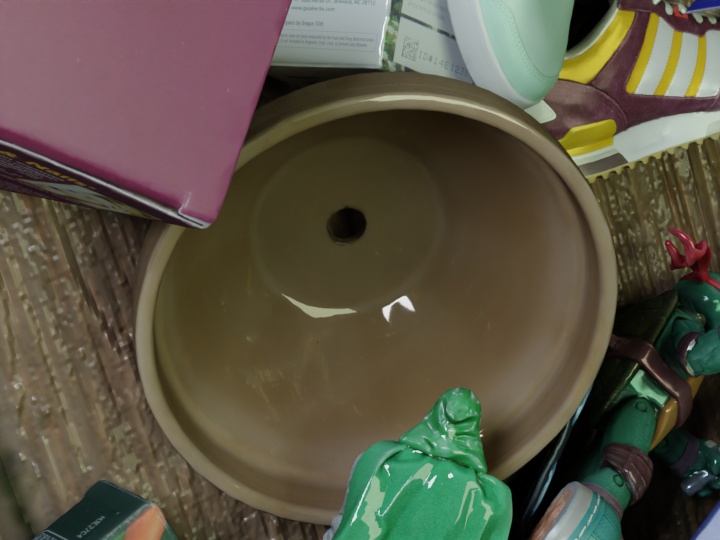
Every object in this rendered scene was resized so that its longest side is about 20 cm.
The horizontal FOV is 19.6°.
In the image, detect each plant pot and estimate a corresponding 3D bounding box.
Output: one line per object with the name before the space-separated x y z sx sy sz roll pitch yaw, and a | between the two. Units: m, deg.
plant pot | 0.000 0.000 0.877 0.199 0.093 0.202 -6 120 -10

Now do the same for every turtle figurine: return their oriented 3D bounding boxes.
turtle figurine | 0.151 0.067 1.006 0.200 0.100 0.150 -52 160 -23

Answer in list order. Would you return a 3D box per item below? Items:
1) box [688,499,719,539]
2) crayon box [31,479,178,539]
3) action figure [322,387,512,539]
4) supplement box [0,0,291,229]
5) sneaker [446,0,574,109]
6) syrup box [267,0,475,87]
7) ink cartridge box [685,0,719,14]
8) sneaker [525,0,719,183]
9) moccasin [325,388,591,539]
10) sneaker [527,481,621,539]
box | 0.184 0.133 1.014 0.200 0.032 0.121 -54 162 -1
crayon box | -0.099 0.208 0.884 0.127 0.051 0.201 -39 116 -24
action figure | 0.009 0.142 0.858 0.117 0.055 0.201 22 97 0
supplement box | -0.134 -0.090 0.734 0.130 0.200 0.104 23 84 -34
sneaker | 0.101 -0.160 0.830 0.074 0.118 0.202 -3 100 -59
syrup box | 0.012 -0.175 0.874 0.079 0.081 0.202 13 84 -56
ink cartridge box | 0.226 -0.197 0.968 0.037 0.094 0.200 51 59 -25
sneaker | 0.140 -0.107 0.987 0.199 0.075 0.091 -24 114 -30
moccasin | 0.039 0.101 0.941 0.080 0.068 0.201 30 78 -7
sneaker | 0.093 0.168 0.925 0.071 0.080 0.201 -53 166 -36
